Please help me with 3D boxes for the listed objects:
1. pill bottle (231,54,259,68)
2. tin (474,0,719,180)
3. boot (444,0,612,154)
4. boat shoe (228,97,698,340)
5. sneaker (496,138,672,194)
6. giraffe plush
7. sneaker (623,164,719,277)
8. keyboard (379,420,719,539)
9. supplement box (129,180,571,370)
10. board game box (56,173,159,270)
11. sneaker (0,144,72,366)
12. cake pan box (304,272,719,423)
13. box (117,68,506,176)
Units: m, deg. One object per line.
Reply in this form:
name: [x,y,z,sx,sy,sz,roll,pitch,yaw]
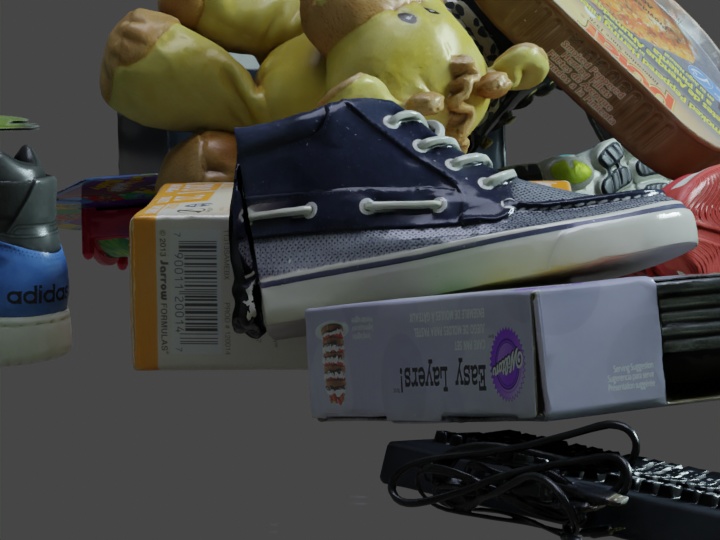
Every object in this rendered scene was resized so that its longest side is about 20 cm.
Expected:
pill bottle: [-0.124,-0.189,2.473,0.113,0.114,0.200,-5,9,-25]
tin: [0.121,-0.125,1.389,0.042,0.200,0.112,-40,18,25]
boot: [0.097,-0.107,1.499,0.073,0.204,0.154,21,55,40]
boat shoe: [0.037,-0.033,1.150,0.199,0.093,0.075,-10,-9,1]
sneaker: [0.113,-0.033,1.505,0.199,0.078,0.080,-4,-4,-34]
giraffe plush: [-0.007,-0.091,1.344,0.173,0.200,0.162,-48,10,-31]
sneaker: [0.157,-0.008,1.367,0.115,0.079,0.200,-6,-8,29]
keyboard: [0.090,0.065,0.912,0.104,0.040,0.199,-7,9,-41]
supplement box: [0.000,0.000,1.254,0.199,0.074,0.126,0,9,2]
board game box: [-0.097,-0.017,1.490,0.157,0.039,0.200,3,-9,-26]
sneaker: [-0.224,-0.019,1.272,0.199,0.112,0.077,3,9,29]
cake pan box: [0.100,0.027,1.042,0.183,0.053,0.200,-7,0,-25]
box: [-0.030,-0.067,1.585,0.199,0.079,0.141,0,-10,-16]
